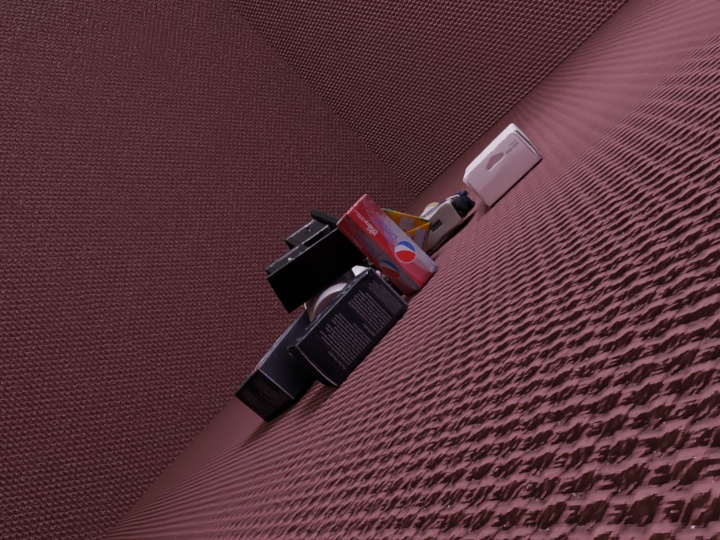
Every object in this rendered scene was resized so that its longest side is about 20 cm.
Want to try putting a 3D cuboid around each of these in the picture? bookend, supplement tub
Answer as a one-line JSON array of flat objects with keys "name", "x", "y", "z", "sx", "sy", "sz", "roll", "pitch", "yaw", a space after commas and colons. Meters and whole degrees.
[{"name": "bookend", "x": -0.121, "y": -0.028, "z": 1.420, "sx": 0.198, "sy": 0.093, "sz": 0.200, "roll": -35, "pitch": 24, "yaw": -12}, {"name": "supplement tub", "x": -0.056, "y": 0.061, "z": 1.451, "sx": 0.132, "sy": 0.132, "sz": 0.200, "roll": -45, "pitch": 25, "yaw": 7}]

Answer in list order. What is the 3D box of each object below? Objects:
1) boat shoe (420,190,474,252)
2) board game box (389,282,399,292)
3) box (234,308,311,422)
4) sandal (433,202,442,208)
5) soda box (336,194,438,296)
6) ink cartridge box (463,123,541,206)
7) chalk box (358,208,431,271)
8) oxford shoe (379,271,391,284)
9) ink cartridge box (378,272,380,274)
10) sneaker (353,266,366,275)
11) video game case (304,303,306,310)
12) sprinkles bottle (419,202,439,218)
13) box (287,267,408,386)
[{"name": "boat shoe", "x": 0.178, "y": -0.106, "z": 1.534, "sx": 0.200, "sy": 0.075, "sz": 0.093, "roll": -34, "pitch": 3, "yaw": 43}, {"name": "board game box", "x": 0.027, "y": 0.090, "z": 1.516, "sx": 0.200, "sy": 0.019, "sz": 0.103, "roll": -46, "pitch": 2, "yaw": -3}, {"name": "box", "x": -0.167, "y": 0.215, "z": 1.527, "sx": 0.200, "sy": 0.104, "sz": 0.182, "roll": -52, "pitch": 3, "yaw": -39}, {"name": "sandal", "x": 0.154, "y": -0.084, "z": 1.607, "sx": 0.200, "sy": 0.081, "sz": 0.054, "roll": -41, "pitch": -13, "yaw": 13}, {"name": "soda box", "x": 0.050, "y": -0.047, "z": 1.293, "sx": 0.063, "sy": 0.200, "sz": 0.070, "roll": -48, "pitch": 4, "yaw": -27}, {"name": "ink cartridge box", "x": 0.296, "y": -0.226, "z": 1.420, "sx": 0.146, "sy": 0.085, "sz": 0.200, "roll": -44, "pitch": 2, "yaw": 19}, {"name": "chalk box", "x": 0.047, "y": -0.062, "z": 1.476, "sx": 0.200, "sy": 0.123, "sz": 0.126, "roll": -169, "pitch": 91, "yaw": -68}, {"name": "oxford shoe", "x": 0.066, "y": -0.008, "z": 1.663, "sx": 0.073, "sy": 0.084, "sz": 0.200, "roll": -42, "pitch": 6, "yaw": 19}, {"name": "ink cartridge box", "x": 0.007, "y": -0.016, "z": 1.803, "sx": 0.067, "sy": 0.118, "sz": 0.200, "roll": -36, "pitch": -9, "yaw": 31}, {"name": "sneaker", "x": 0.000, "y": 0.000, "z": 1.636, "sx": 0.079, "sy": 0.071, "sz": 0.201, "roll": -5, "pitch": 30, "yaw": 5}, {"name": "video game case", "x": -0.065, "y": 0.076, "z": 1.915, "sx": 0.199, "sy": 0.018, "sz": 0.143, "roll": -30, "pitch": 28, "yaw": 3}, {"name": "sprinkles bottle", "x": 0.181, "y": -0.121, "z": 1.731, "sx": 0.068, "sy": 0.068, "sz": 0.200, "roll": -44, "pitch": 3, "yaw": 23}, {"name": "box", "x": -0.028, "y": 0.106, "z": 1.243, "sx": 0.200, "sy": 0.104, "sz": 0.148, "roll": -47, "pitch": 4, "yaw": -13}]
